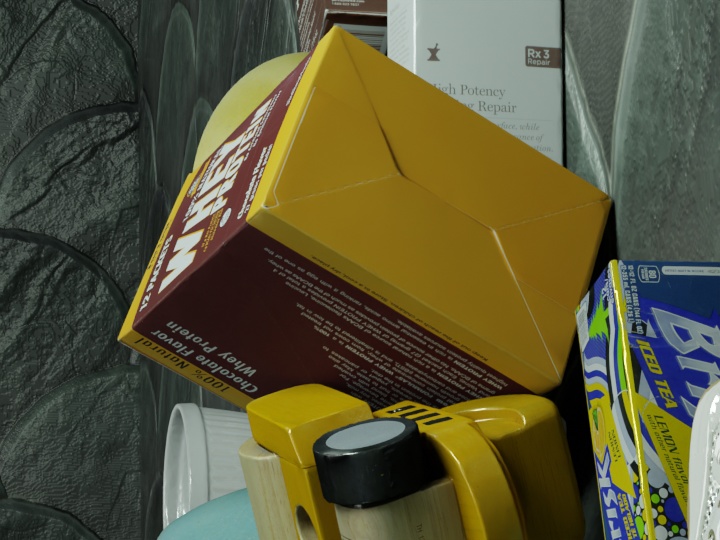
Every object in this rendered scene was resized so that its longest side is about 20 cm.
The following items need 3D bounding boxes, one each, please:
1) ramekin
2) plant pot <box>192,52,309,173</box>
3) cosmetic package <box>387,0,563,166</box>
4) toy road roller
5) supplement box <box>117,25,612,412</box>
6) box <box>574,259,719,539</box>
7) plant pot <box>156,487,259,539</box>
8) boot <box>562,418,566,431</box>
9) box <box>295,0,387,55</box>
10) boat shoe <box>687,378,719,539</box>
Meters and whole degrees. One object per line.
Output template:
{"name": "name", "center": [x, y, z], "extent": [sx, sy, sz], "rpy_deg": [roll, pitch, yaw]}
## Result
{"name": "ramekin", "center": [-0.146, 0.242, 2.181], "extent": [0.200, 0.104, 0.202], "rpy_deg": [-179, 90, -77]}
{"name": "plant pot", "center": [0.001, -0.052, 1.461], "extent": [0.142, 0.199, 0.201], "rpy_deg": [11, 100, 52]}
{"name": "cosmetic package", "center": [0.071, -0.138, 1.291], "extent": [0.074, 0.101, 0.201], "rpy_deg": [159, 110, -76]}
{"name": "toy road roller", "center": [0.032, 0.125, 1.128], "extent": [0.200, 0.145, 0.124], "rpy_deg": [11, 116, 66]}
{"name": "supplement box", "center": [0.000, 0.000, 1.196], "extent": [0.200, 0.197, 0.133], "rpy_deg": [-39, 26, 53]}
{"name": "box", "center": [0.153, 0.097, 0.972], "extent": [0.064, 0.070, 0.201], "rpy_deg": [117, 152, -62]}
{"name": "plant pot", "center": [-0.015, 0.209, 1.280], "extent": [0.134, 0.200, 0.201], "rpy_deg": [-34, 43, 25]}
{"name": "boot", "center": [0.060, 0.128, 1.293], "extent": [0.200, 0.095, 0.074], "rpy_deg": [124, 159, -67]}
{"name": "box", "center": [-0.015, -0.262, 1.739], "extent": [0.100, 0.074, 0.201], "rpy_deg": [109, 160, -53]}
{"name": "boat shoe", "center": [0.174, 0.139, 0.876], "extent": [0.069, 0.070, 0.201], "rpy_deg": [137, 135, -74]}
